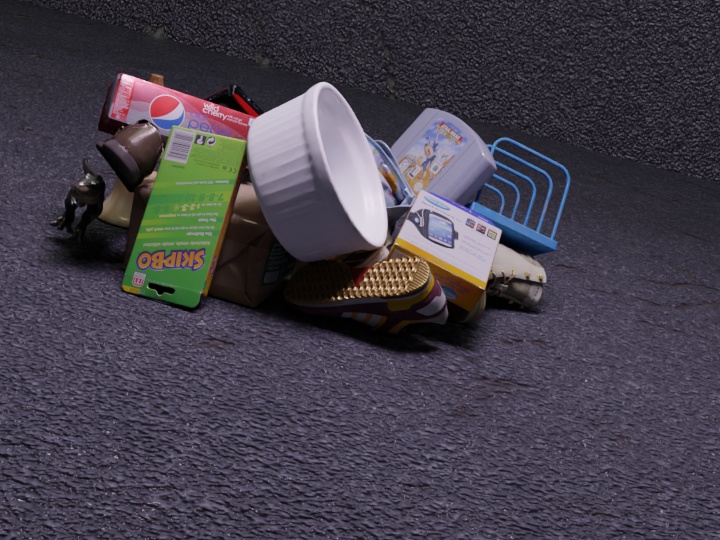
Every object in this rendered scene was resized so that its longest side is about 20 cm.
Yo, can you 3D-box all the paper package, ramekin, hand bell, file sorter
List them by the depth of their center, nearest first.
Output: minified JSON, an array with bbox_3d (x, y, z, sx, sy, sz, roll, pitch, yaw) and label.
[{"bbox_3d":[-0.051,-0.107,1.418,0.097,0.201,0.200,-18,7,17],"label":"ramekin"},{"bbox_3d":[-0.166,-0.046,1.504,0.190,0.104,0.200,16,14,12],"label":"paper package"},{"bbox_3d":[-0.290,-0.164,1.643,0.104,0.201,0.104,12,15,-3],"label":"hand bell"},{"bbox_3d":[0.184,-0.096,1.738,0.138,0.123,0.200,23,-15,-19],"label":"file sorter"}]

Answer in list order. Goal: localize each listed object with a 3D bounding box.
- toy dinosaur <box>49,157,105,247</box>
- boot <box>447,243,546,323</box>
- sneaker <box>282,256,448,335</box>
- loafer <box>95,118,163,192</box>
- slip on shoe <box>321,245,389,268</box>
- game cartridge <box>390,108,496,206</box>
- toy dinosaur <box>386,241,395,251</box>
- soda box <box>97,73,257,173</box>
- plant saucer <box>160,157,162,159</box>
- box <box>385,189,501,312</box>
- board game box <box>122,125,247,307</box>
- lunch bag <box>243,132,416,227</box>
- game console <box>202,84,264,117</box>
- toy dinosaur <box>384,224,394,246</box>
[{"bbox_3d":[-0.334,-0.082,1.471,0.047,0.088,0.200,22,4,-18],"label":"toy dinosaur"},{"bbox_3d":[0.176,0.015,1.610,0.154,0.072,0.200,23,29,-22],"label":"boot"},{"bbox_3d":[0.004,0.039,1.418,0.200,0.090,0.075,-1,47,32],"label":"sneaker"},{"bbox_3d":[-0.264,-0.139,1.454,0.071,0.073,0.200,-37,14,-9],"label":"loafer"},{"bbox_3d":[0.000,0.000,1.538,0.061,0.076,0.200,51,-15,-13],"label":"slip on shoe"},{"bbox_3d":[0.104,-0.149,1.683,0.041,0.133,0.200,34,9,-34],"label":"game cartridge"},{"bbox_3d":[0.073,-0.015,1.650,0.088,0.047,0.200,44,34,0],"label":"toy dinosaur"},{"bbox_3d":[-0.224,-0.183,1.545,0.200,0.064,0.070,17,-13,-20],"label":"soda box"},{"bbox_3d":[-0.224,-0.142,1.806,0.200,0.031,0.200,30,1,-1],"label":"plant saucer"},{"bbox_3d":[0.105,-0.032,1.497,0.119,0.042,0.200,27,26,1],"label":"box"},{"bbox_3d":[-0.197,-0.060,1.385,0.095,0.201,0.030,13,-14,13],"label":"board game box"},{"bbox_3d":[-0.047,-0.114,1.635,0.200,0.170,0.127,35,52,-15],"label":"lunch bag"},{"bbox_3d":[-0.152,-0.162,1.788,0.200,0.172,0.119,44,36,-40],"label":"game console"},{"bbox_3d":[0.035,-0.071,1.772,0.047,0.088,0.200,21,12,-10],"label":"toy dinosaur"}]
